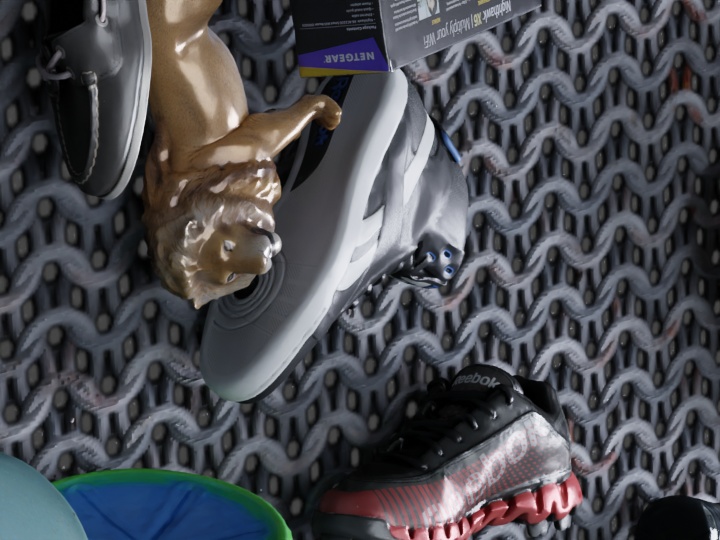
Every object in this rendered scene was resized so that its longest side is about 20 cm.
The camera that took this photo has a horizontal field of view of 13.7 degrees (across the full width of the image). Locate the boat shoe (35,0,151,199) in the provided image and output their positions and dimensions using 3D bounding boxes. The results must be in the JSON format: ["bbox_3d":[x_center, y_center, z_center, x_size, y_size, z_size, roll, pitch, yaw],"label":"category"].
[{"bbox_3d":[-0.130,-0.135,1.388,0.057,0.067,0.201,7,85,-28],"label":"boat shoe"}]

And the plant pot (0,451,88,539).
[{"bbox_3d":[-0.213,0.148,1.253,0.188,0.199,0.201,-8,102,-62],"label":"plant pot"}]

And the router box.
[{"bbox_3d":[0.023,-0.192,1.500,0.200,0.052,0.158,-28,113,-61],"label":"router box"}]

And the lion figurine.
[{"bbox_3d":[-0.078,-0.091,1.449,0.122,0.072,0.201,-31,106,-35],"label":"lion figurine"}]

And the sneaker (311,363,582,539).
[{"bbox_3d":[0.045,0.102,1.601,0.200,0.071,0.098,-10,104,-48],"label":"sneaker"}]

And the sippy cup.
[{"bbox_3d":[-0.104,0.180,1.416,0.177,0.140,0.131,-10,114,-34],"label":"sippy cup"}]

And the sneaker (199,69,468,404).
[{"bbox_3d":[0.000,0.000,1.534,0.112,0.073,0.200,44,63,-40],"label":"sneaker"}]

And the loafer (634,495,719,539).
[{"bbox_3d":[0.201,0.236,1.792,0.072,0.073,0.201,7,92,-52],"label":"loafer"}]
